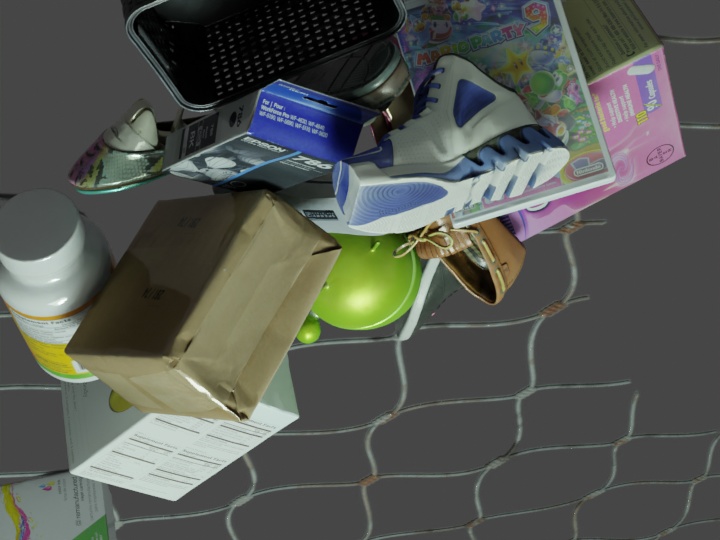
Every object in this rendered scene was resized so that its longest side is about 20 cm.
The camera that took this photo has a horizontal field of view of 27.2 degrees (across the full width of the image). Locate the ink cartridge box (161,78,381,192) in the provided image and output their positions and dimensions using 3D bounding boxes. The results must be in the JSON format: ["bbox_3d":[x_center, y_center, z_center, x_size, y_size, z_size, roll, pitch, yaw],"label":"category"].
[{"bbox_3d":[-0.077,-0.104,1.219,0.099,0.039,0.200,15,163,-29],"label":"ink cartridge box"}]

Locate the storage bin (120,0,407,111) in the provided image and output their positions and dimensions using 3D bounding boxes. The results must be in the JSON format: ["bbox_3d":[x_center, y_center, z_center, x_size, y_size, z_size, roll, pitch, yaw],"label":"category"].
[{"bbox_3d":[-0.079,-0.226,1.161,0.199,0.094,0.135,-21,146,9],"label":"storage bin"}]

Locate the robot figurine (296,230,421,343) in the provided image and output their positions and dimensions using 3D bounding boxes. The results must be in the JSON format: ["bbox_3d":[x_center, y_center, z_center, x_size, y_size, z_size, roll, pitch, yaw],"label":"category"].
[{"bbox_3d":[0.000,0.000,1.460,0.175,0.116,0.200,-41,174,5],"label":"robot figurine"}]

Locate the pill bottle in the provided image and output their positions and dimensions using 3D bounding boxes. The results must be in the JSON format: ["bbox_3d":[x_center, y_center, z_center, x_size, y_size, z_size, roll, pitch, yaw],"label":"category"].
[{"bbox_3d":[-0.284,0.013,1.416,0.110,0.111,0.200,-13,147,-3],"label":"pill bottle"}]

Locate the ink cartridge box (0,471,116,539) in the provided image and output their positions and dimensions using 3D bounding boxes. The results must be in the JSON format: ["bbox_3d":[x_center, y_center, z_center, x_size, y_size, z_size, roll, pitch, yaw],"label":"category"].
[{"bbox_3d":[-0.402,0.337,1.817,0.199,0.145,0.084,-11,146,-4],"label":"ink cartridge box"}]

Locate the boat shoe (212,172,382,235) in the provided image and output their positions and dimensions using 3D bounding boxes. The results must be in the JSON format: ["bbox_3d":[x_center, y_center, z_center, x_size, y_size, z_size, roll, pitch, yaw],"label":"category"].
[{"bbox_3d":[-0.044,-0.081,1.384,0.199,0.070,0.071,5,142,33],"label":"boat shoe"}]

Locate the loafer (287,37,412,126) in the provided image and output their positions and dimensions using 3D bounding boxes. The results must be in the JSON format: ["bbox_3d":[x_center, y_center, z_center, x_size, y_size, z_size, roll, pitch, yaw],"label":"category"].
[{"bbox_3d":[-0.008,-0.149,1.245,0.063,0.072,0.200,44,162,-24],"label":"loafer"}]

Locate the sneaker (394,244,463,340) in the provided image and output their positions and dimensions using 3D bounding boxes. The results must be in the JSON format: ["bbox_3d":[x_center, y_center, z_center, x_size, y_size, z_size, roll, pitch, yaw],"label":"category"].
[{"bbox_3d":[0.099,0.011,1.594,0.099,0.071,0.200,3,139,-17],"label":"sneaker"}]

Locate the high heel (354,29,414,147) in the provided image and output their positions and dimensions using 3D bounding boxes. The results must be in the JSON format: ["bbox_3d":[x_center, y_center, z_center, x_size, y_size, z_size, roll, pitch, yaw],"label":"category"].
[{"bbox_3d":[0.039,-0.130,1.342,0.067,0.097,0.200,-21,146,11],"label":"high heel"}]

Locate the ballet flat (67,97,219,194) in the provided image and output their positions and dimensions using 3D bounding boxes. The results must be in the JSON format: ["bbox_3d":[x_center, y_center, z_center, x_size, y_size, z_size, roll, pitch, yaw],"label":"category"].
[{"bbox_3d":[-0.163,-0.121,1.319,0.199,0.069,0.071,-10,129,-13],"label":"ballet flat"}]

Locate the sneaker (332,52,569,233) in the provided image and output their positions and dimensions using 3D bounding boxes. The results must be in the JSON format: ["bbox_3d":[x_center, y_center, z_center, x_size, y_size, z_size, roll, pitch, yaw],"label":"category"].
[{"bbox_3d":[0.058,-0.107,1.197,0.199,0.116,0.081,-15,153,-24],"label":"sneaker"}]

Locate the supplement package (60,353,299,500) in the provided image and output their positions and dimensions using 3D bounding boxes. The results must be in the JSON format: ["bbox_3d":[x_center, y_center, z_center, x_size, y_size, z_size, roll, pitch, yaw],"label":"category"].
[{"bbox_3d":[-0.196,0.120,1.570,0.200,0.152,0.150,-36,141,29],"label":"supplement package"}]

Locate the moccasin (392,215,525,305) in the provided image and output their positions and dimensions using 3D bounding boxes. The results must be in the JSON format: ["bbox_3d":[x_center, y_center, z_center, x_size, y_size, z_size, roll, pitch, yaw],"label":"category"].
[{"bbox_3d":[0.073,-0.037,1.317,0.073,0.078,0.201,3,151,36],"label":"moccasin"}]

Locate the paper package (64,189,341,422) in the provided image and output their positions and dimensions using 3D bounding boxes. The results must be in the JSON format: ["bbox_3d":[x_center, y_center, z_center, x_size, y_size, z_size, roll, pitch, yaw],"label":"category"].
[{"bbox_3d":[-0.141,0.030,1.324,0.103,0.191,0.200,41,155,-27],"label":"paper package"}]

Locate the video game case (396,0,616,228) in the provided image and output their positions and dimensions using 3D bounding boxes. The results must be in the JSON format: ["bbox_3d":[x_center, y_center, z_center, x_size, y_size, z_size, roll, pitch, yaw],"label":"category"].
[{"bbox_3d":[0.119,-0.150,1.257,0.142,0.201,0.018,-16,169,4],"label":"video game case"}]

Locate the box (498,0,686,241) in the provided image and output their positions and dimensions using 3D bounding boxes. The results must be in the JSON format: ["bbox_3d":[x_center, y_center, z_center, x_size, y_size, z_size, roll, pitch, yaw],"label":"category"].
[{"bbox_3d":[0.179,-0.139,1.358,0.199,0.097,0.176,-26,146,3],"label":"box"}]
